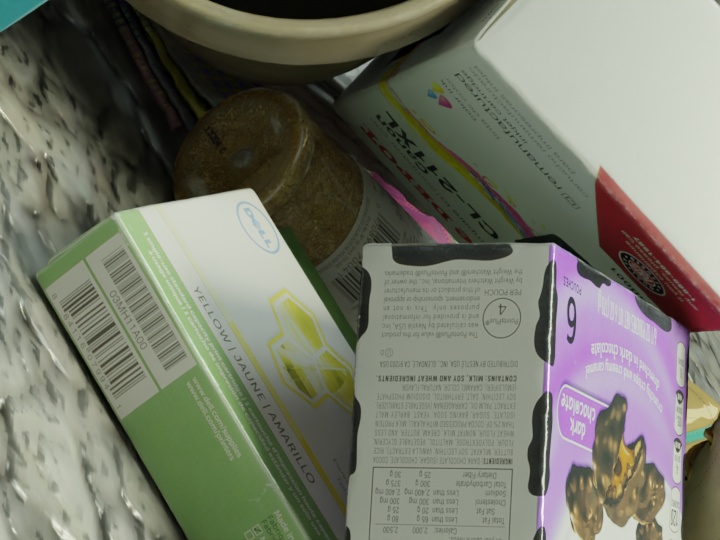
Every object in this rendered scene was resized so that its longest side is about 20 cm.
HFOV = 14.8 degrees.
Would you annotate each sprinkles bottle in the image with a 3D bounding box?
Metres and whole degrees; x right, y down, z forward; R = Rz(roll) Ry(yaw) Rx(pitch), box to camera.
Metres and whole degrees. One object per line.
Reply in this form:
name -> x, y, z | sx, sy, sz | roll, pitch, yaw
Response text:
sprinkles bottle -> 0.000, 0.000, 1.191 | 0.200, 0.068, 0.068 | 44, 18, -45

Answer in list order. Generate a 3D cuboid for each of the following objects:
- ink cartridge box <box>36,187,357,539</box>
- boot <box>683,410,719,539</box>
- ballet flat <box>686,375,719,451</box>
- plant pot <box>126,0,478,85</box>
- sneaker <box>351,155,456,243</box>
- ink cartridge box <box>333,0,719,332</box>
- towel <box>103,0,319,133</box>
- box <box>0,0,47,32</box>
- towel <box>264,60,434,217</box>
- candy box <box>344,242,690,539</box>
ink cartridge box -> -0.019, 0.041, 1.003 | 0.146, 0.048, 0.200 | 58, 26, 8
boot -> 0.134, 0.074, 1.053 | 0.073, 0.156, 0.200 | -15, 34, -40
ballet flat -> 0.128, 0.058, 1.434 | 0.200, 0.063, 0.069 | -134, -144, -63
plant pot -> -0.026, -0.154, 1.073 | 0.201, 0.199, 0.174 | 60, -11, 13
sneaker -> 0.031, -0.018, 1.306 | 0.200, 0.088, 0.081 | 53, 13, -18
ink cartridge box -> 0.087, -0.050, 1.077 | 0.146, 0.083, 0.200 | 46, -13, -8
towel -> -0.055, -0.133, 1.251 | 0.143, 0.023, 0.201 | -4, 53, -36
box -> -0.151, -0.157, 1.053 | 0.082, 0.049, 0.200 | 53, 14, -21
towel -> 0.010, -0.142, 1.235 | 0.200, 0.032, 0.191 | 39, 52, 4
candy box -> 0.055, 0.104, 0.938 | 0.168, 0.071, 0.201 | 26, 65, -66
